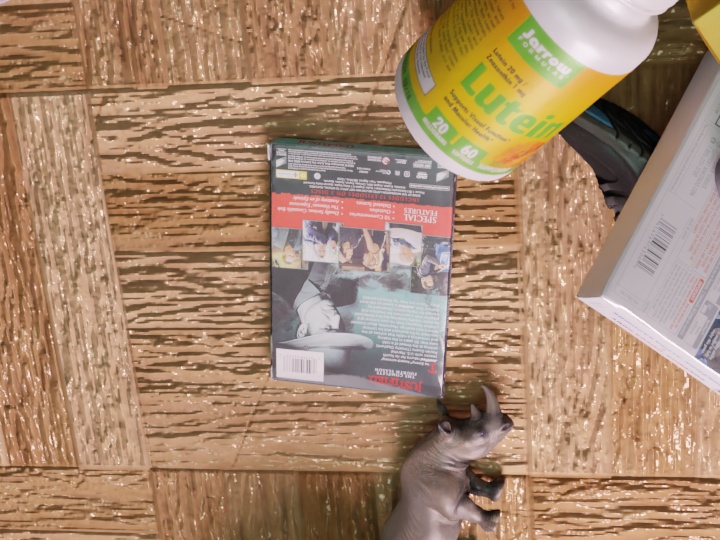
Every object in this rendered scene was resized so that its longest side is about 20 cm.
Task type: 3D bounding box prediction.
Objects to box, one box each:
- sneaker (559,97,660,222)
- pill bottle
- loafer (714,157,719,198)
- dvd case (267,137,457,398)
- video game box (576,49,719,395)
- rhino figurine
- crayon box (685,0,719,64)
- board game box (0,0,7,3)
[{"bbox_3d":[0.203,-0.043,0.900,0.200,0.073,0.082,42,117,-6],"label":"sneaker"},{"bbox_3d":[0.119,-0.154,0.816,0.111,0.111,0.200,42,134,-8],"label":"pill bottle"},{"bbox_3d":[0.318,-0.095,0.809,0.199,0.063,0.072,-33,97,-16],"label":"loafer"},{"bbox_3d":[0.000,0.000,0.985,0.144,0.022,0.202,5,112,9],"label":"dvd case"},{"bbox_3d":[0.266,-0.020,0.846,0.181,0.047,0.201,33,80,-11],"label":"video game box"},{"bbox_3d":[0.071,0.180,1.026,0.086,0.060,0.202,16,113,0],"label":"rhino figurine"},{"bbox_3d":[0.261,-0.182,0.761,0.126,0.200,0.051,-34,103,21],"label":"crayon box"},{"bbox_3d":[-0.251,-0.277,0.819,0.043,0.200,0.201,4,113,11],"label":"board game box"}]
